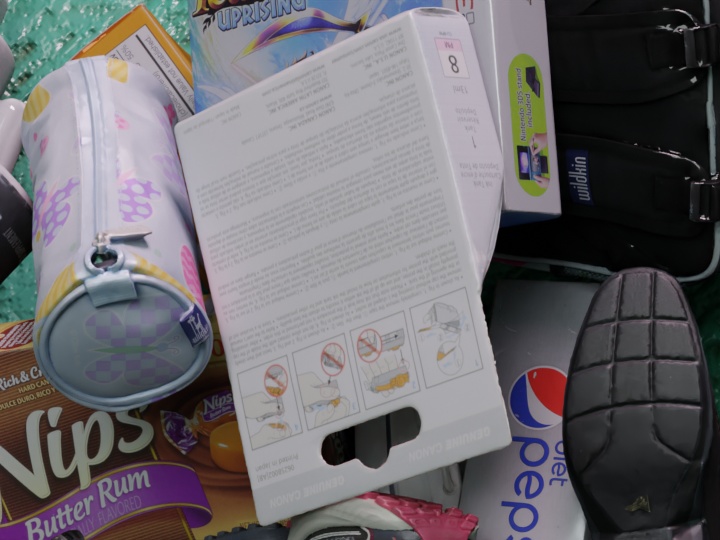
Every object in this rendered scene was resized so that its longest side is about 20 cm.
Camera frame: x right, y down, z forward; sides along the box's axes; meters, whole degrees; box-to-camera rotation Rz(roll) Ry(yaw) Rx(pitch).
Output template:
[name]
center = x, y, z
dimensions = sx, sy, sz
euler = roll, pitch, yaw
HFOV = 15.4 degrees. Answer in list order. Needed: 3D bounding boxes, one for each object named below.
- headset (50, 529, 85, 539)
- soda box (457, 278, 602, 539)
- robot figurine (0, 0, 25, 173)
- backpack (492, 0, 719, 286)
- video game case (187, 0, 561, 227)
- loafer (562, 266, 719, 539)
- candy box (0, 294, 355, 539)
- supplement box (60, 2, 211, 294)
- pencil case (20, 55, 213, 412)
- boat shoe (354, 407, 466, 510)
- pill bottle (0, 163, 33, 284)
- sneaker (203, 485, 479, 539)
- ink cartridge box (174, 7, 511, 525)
[headset]
center = -0.124, 0.223, 1.258
dimensions = 0.123, 0.094, 0.201
euler = -9, 97, -25
[soda box]
center = 0.090, 0.107, 1.300
dimensions = 0.068, 0.063, 0.201
euler = 2, 67, 20
[robot figurine]
center = -0.266, -0.087, 1.473
dimensions = 0.169, 0.113, 0.200
euler = 22, 74, 12
[backpack]
center = 0.114, -0.089, 1.311
dimensions = 0.200, 0.150, 0.178
euler = 4, 106, 33
[video game case]
center = 0.000, -0.103, 1.286
dimensions = 0.200, 0.045, 0.182
euler = -10, 81, 41
[loafer]
center = 0.138, 0.099, 1.253
dimensions = 0.073, 0.072, 0.201
euler = -2, 86, 19
[candy box]
center = -0.106, 0.078, 1.348
dimensions = 0.199, 0.056, 0.117
euler = -8, 106, 13
[supplement box]
center = -0.081, -0.047, 1.424
dimensions = 0.069, 0.067, 0.200
euler = -36, 61, 3
[pencil case]
center = -0.123, -0.022, 1.302
dimensions = 0.083, 0.091, 0.200
euler = -22, 36, 7
[boat shoe]
center = 0.033, 0.040, 1.352
dimensions = 0.065, 0.074, 0.201
euler = -4, 76, 11
[pill bottle]
center = -0.263, 0.016, 1.358
dimensions = 0.106, 0.106, 0.200
euler = 35, 75, 27
[sneaker]
center = -0.012, 0.154, 1.269
dimensions = 0.200, 0.080, 0.075
euler = -31, 49, 51
[ink cartridge box]
center = 0.000, 0.000, 1.225
dimensions = 0.162, 0.057, 0.201
euler = -22, 80, 39
